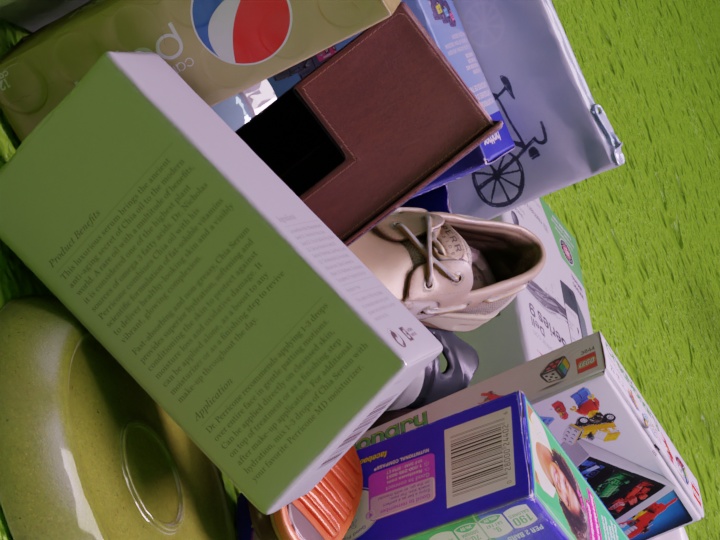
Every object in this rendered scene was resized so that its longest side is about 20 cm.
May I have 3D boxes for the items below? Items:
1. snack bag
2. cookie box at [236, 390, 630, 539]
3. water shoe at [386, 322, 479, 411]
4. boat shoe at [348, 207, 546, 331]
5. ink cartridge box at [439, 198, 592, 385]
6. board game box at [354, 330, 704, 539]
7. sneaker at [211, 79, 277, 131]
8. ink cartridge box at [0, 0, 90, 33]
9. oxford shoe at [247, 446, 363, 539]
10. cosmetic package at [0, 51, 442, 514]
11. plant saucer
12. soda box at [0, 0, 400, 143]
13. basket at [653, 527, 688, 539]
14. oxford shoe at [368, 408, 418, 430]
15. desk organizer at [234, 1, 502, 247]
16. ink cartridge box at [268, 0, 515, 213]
[{"bbox_3d":[0.046,-0.117,1.628,0.189,0.199,0.021,66,25,-1],"label":"snack bag"},{"bbox_3d":[0.056,0.172,1.361,0.200,0.170,0.075,52,26,-39],"label":"cookie box"},{"bbox_3d":[0.000,0.000,1.504,0.079,0.072,0.201,4,49,-39],"label":"water shoe"},{"bbox_3d":[0.028,-0.005,1.398,0.200,0.065,0.072,4,59,-54],"label":"boat shoe"},{"bbox_3d":[0.098,0.037,1.775,0.146,0.084,0.201,46,28,-47],"label":"ink cartridge box"},{"bbox_3d":[0.069,0.121,1.408,0.126,0.199,0.035,55,20,-35],"label":"board game box"},{"bbox_3d":[-0.073,-0.015,1.411,0.074,0.082,0.201,21,-44,51],"label":"sneaker"},{"bbox_3d":[-0.143,-0.238,1.313,0.201,0.145,0.083,70,16,9],"label":"ink cartridge box"},{"bbox_3d":[-0.047,0.085,1.317,0.071,0.073,0.200,53,18,-28],"label":"oxford shoe"},{"bbox_3d":[-0.070,0.003,1.204,0.200,0.101,0.071,46,15,8],"label":"cosmetic package"},{"bbox_3d":[-0.107,0.099,1.208,0.200,0.031,0.201,54,23,-35],"label":"plant saucer"},{"bbox_3d":[-0.079,-0.117,1.265,0.068,0.199,0.064,60,19,-14],"label":"soda box"},{"bbox_3d":[0.143,0.208,1.640,0.201,0.123,0.135,68,19,3],"label":"basket"},{"bbox_3d":[0.043,0.105,1.558,0.200,0.072,0.072,5,64,-70],"label":"oxford shoe"},{"bbox_3d":[-0.034,-0.041,1.282,0.077,0.200,0.072,52,1,-4],"label":"desk organizer"},{"bbox_3d":[0.003,-0.107,1.592,0.201,0.136,0.076,66,21,-3],"label":"ink cartridge box"}]
